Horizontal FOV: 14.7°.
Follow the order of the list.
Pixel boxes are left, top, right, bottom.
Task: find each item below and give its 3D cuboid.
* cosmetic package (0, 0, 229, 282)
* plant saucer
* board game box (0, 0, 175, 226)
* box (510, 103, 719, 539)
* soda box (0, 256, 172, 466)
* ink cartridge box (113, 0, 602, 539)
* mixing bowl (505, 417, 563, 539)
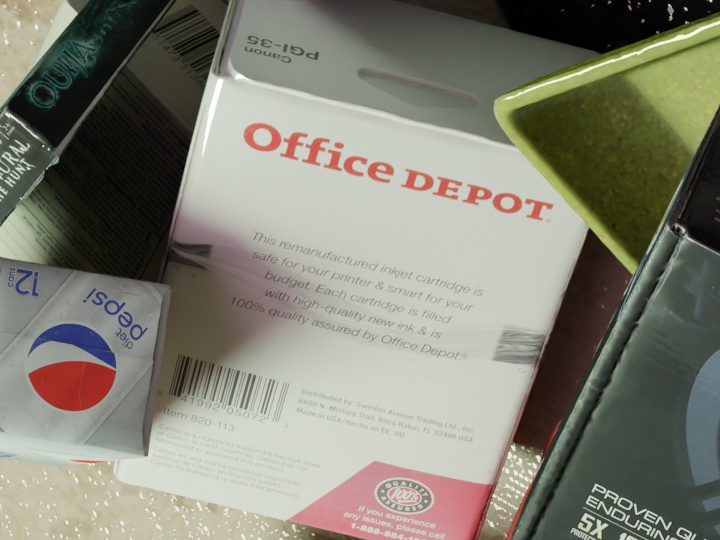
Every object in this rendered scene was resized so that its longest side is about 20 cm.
[{"bbox_3d":[-0.101,-0.026,1.177,0.105,0.071,0.200,47,135,13],"label":"cosmetic package"},{"bbox_3d":[0.176,-0.025,0.899,0.200,0.048,0.200,-17,125,46],"label":"plant saucer"},{"bbox_3d":[-0.135,-0.041,1.050,0.028,0.135,0.200,38,136,-8],"label":"board game box"},{"bbox_3d":[0.169,0.057,0.870,0.200,0.086,0.164,26,135,4],"label":"box"},{"bbox_3d":[-0.124,0.038,1.058,0.200,0.068,0.064,161,118,-74],"label":"soda box"},{"bbox_3d":[0.000,0.000,1.048,0.146,0.083,0.200,14,128,-4],"label":"ink cartridge box"},{"bbox_3d":[0.116,0.153,1.017,0.200,0.108,0.200,30,143,26],"label":"mixing bowl"}]
